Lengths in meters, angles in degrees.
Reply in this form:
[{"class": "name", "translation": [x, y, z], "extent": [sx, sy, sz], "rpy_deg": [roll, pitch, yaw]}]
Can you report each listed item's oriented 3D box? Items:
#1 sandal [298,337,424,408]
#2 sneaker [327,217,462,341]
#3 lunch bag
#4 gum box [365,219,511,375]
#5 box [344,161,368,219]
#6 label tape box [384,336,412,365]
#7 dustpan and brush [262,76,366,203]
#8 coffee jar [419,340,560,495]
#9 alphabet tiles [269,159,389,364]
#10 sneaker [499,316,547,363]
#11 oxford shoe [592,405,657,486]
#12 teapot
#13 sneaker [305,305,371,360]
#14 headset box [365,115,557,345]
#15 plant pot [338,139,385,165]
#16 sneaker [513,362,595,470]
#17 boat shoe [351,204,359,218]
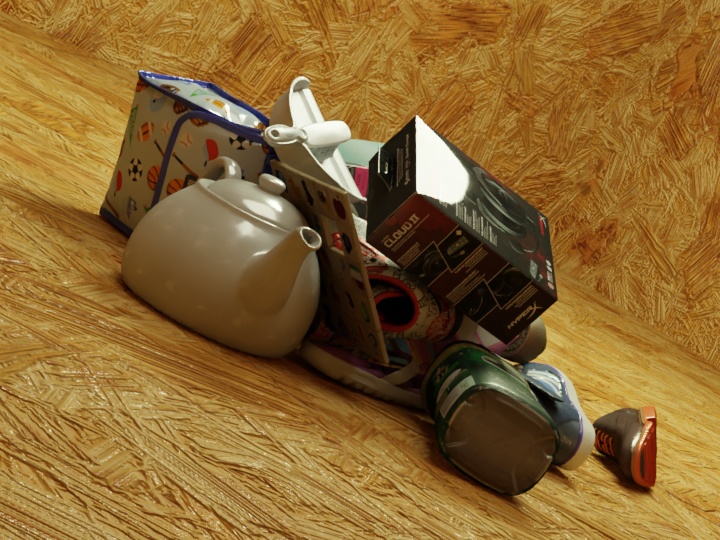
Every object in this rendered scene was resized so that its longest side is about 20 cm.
[{"class": "sandal", "translation": [0.024, 0.092, 1.655], "extent": [0.082, 0.050, 0.203], "rpy_deg": [32, 8, 36]}, {"class": "sneaker", "translation": [0.001, -0.001, 1.669], "extent": [0.201, 0.067, 0.108], "rpy_deg": [36, 12, 22]}, {"class": "lunch bag", "translation": [-0.167, -0.095, 1.776], "extent": [0.124, 0.170, 0.200], "rpy_deg": [2, 23, -43]}, {"class": "gum box", "translation": [0.072, 0.011, 1.772], "extent": [0.200, 0.066, 0.114], "rpy_deg": [64, -24, 13]}, {"class": "box", "translation": [-0.061, -0.071, 1.984], "extent": [0.200, 0.122, 0.106], "rpy_deg": [7, 4, -19]}, {"class": "label tape box", "translation": [0.009, 0.038, 1.933], "extent": [0.200, 0.066, 0.143], "rpy_deg": [34, 10, 37]}, {"class": "dustpan and brush", "translation": [-0.054, -0.126, 1.669], "extent": [0.200, 0.057, 0.140], "rpy_deg": [-16, 78, -59]}, {"class": "coffee jar", "translation": [0.112, 0.129, 1.561], "extent": [0.104, 0.085, 0.200], "rpy_deg": [33, 7, -8]}, {"class": "alphabet tiles", "translation": [-0.037, -0.014, 1.603], "extent": [0.008, 0.167, 0.200], "rpy_deg": [-22, 22, -19]}, {"class": "sneaker", "translation": [0.169, 0.063, 1.845], "extent": [0.090, 0.067, 0.200], "rpy_deg": [28, 2, -23]}, {"class": "oxford shoe", "translation": [0.292, 0.197, 1.916], "extent": [0.072, 0.071, 0.200], "rpy_deg": [-1, 6, 10]}, {"class": "teapot", "translation": [-0.113, -0.022, 1.575], "extent": [0.200, 0.146, 0.197], "rpy_deg": [28, 7, 16]}, {"class": "sneaker", "translation": [-0.036, 0.034, 1.794], "extent": [0.108, 0.067, 0.201], "rpy_deg": [26, 10, -20]}, {"class": "headset box", "translation": [0.088, -0.045, 1.644], "extent": [0.200, 0.077, 0.149], "rpy_deg": [37, 27, -20]}, {"class": "plant pot", "translation": [0.000, -0.062, 2.161], "extent": [0.200, 0.196, 0.196], "rpy_deg": [15, 12, -28]}, {"class": "sneaker", "translation": [0.146, 0.122, 1.761], "extent": [0.146, 0.081, 0.200], "rpy_deg": [29, 11, -23]}, {"class": "boat shoe", "translation": [-0.045, -0.072, 1.817], "extent": [0.202, 0.072, 0.060], "rpy_deg": [55, 21, -67]}]
